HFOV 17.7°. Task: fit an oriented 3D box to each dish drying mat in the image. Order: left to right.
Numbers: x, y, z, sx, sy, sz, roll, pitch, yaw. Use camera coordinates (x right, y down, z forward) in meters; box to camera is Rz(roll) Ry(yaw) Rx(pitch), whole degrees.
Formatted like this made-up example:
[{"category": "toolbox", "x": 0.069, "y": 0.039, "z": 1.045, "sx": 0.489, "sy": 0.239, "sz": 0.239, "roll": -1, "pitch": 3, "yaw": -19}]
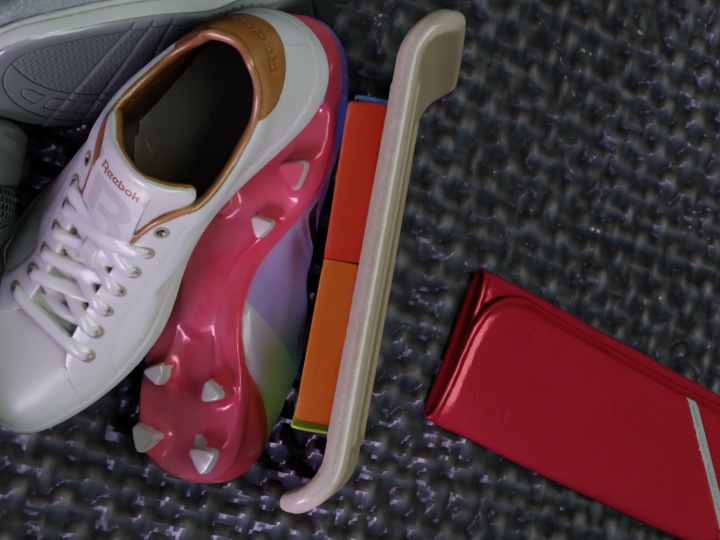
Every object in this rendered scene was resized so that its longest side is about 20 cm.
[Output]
[{"category": "dish drying mat", "x": 0.117, "y": 0.071, "z": 1.123, "sx": 0.200, "sy": 0.018, "sz": 0.077, "roll": 28, "pitch": 79, "yaw": -35}]

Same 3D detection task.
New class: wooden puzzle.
[{"category": "wooden puzzle", "x": 0.000, "y": 0.000, "z": 0.952, "sx": 0.037, "sy": 0.185, "sz": 0.201, "roll": 15, "pitch": 86, "yaw": 2}]

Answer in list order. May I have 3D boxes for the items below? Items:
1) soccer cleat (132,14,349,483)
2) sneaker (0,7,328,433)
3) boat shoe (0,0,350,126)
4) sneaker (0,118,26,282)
[{"category": "soccer cleat", "x": -0.044, "y": -0.008, "z": 0.950, "sx": 0.076, "sy": 0.066, "sz": 0.201, "roll": -15, "pitch": 121, "yaw": -68}, {"category": "sneaker", "x": -0.097, "y": -0.020, "z": 0.877, "sx": 0.200, "sy": 0.073, "sz": 0.085, "roll": -53, "pitch": 169, "yaw": 13}, {"category": "boat shoe", "x": -0.081, "y": -0.111, "z": 0.916, "sx": 0.202, "sy": 0.074, "sz": 0.065, "roll": -24, "pitch": 74, "yaw": -43}, {"category": "sneaker", "x": -0.213, "y": -0.008, "z": 0.833, "sx": 0.199, "sy": 0.076, "sz": 0.115, "roll": 7, "pitch": 84, "yaw": -42}]
